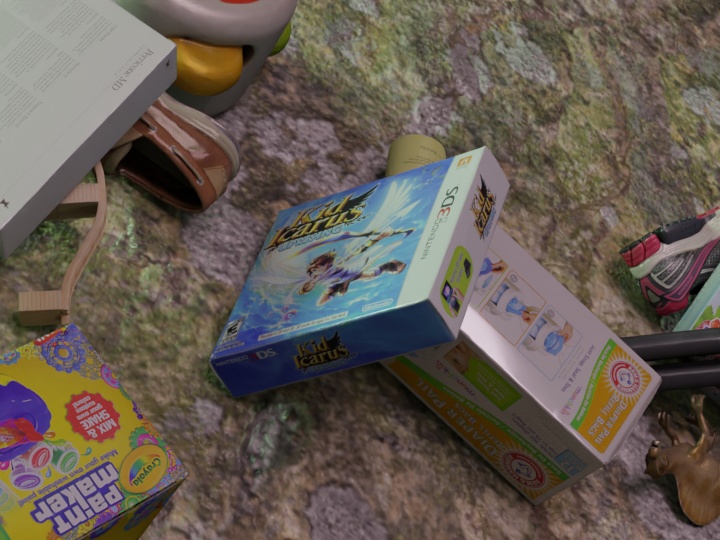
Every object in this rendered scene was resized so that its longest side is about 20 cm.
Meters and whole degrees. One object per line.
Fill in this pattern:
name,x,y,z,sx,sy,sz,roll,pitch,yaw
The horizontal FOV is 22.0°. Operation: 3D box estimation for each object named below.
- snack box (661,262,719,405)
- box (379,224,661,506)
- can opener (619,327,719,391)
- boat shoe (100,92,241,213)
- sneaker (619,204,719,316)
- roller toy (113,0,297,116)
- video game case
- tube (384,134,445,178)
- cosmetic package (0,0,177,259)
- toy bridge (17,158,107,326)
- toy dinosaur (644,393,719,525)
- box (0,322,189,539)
snack box,0.391,0.067,1.634,0.200,0.068,0.169,38,83,-3
box,0.116,0.070,1.450,0.200,0.112,0.101,42,55,-3
can opener,0.297,0.075,1.555,0.198,0.067,0.054,-6,96,1
boat shoe,-0.188,-0.112,1.441,0.199,0.076,0.072,27,50,-6
sneaker,0.323,-0.015,1.719,0.199,0.081,0.075,-20,82,-35
roller toy,-0.149,-0.230,1.516,0.182,0.140,0.200,38,43,0
video game case,0.000,0.000,1.388,0.046,0.199,0.182,56,35,-27
tube,0.042,-0.023,1.546,0.058,0.052,0.201,-2,52,13
cosmetic package,-0.252,-0.128,1.354,0.150,0.052,0.200,34,65,14
toy bridge,-0.220,-0.050,1.362,0.067,0.027,0.201,-4,64,-8
toy dinosaur,0.298,0.170,1.567,0.199,0.058,0.102,30,61,-30
box,-0.238,0.162,1.086,0.199,0.193,0.122,-27,72,-46
